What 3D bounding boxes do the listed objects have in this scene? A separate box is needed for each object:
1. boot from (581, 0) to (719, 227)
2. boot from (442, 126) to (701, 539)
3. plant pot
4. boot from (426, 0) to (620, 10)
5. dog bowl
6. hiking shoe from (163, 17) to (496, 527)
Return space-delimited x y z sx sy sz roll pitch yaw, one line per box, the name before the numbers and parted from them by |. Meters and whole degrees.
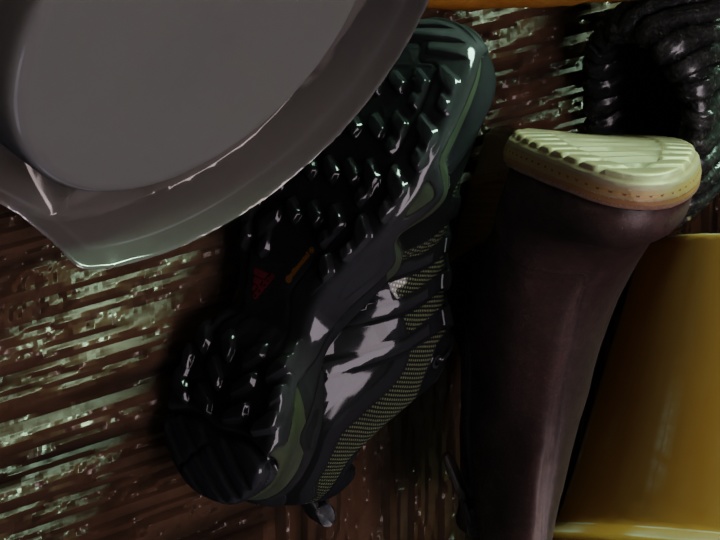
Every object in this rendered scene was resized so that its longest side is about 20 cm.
boot | 0.180 -0.053 1.124 0.158 0.079 0.211 -42 119 -33
boot | 0.077 0.031 0.983 0.072 0.200 0.167 2 93 -10
plant pot | 0.174 0.084 1.106 0.200 0.200 0.184 13 80 -45
boot | 0.105 -0.130 0.984 0.201 0.144 0.071 -16 114 -38
dog bowl | -0.065 -0.094 0.851 0.200 0.059 0.200 -31 148 -22
hiking shoe | 0.000 0.000 0.995 0.101 0.076 0.200 25 94 -56
